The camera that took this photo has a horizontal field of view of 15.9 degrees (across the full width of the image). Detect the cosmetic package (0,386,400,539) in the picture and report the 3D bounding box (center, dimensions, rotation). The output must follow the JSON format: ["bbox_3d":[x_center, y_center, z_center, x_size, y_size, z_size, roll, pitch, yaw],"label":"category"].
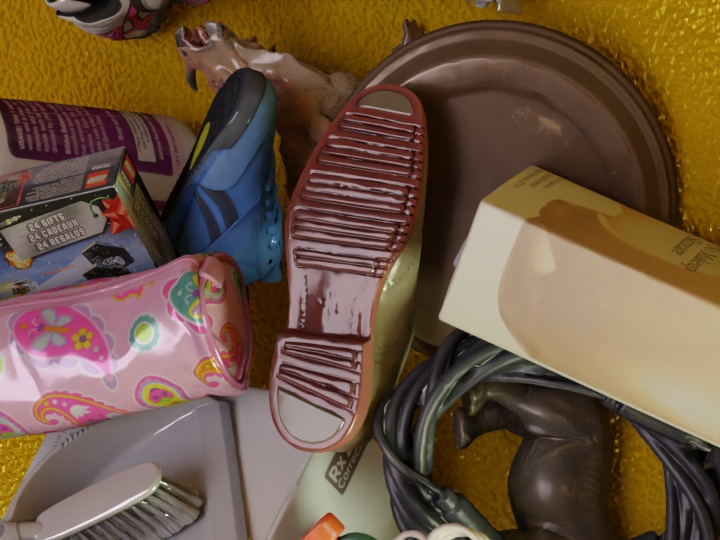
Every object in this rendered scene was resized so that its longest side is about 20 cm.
[{"bbox_3d":[-0.083,0.172,1.503,0.199,0.165,0.165,8,61,38],"label":"cosmetic package"}]

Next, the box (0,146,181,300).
[{"bbox_3d":[-0.202,0.011,1.494,0.199,0.040,0.137,-11,129,17],"label":"box"}]

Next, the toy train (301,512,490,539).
[{"bbox_3d":[0.013,0.224,1.375,0.149,0.056,0.201,5,97,8],"label":"toy train"}]

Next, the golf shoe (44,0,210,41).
[{"bbox_3d":[-0.155,-0.180,1.571,0.200,0.092,0.073,165,93,-68],"label":"golf shoe"}]

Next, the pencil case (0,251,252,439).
[{"bbox_3d":[-0.159,0.044,1.436,0.199,0.087,0.088,-10,89,17],"label":"pencil case"}]

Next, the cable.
[{"bbox_3d":[0.098,0.114,1.389,0.051,0.199,0.164,-116,42,-75],"label":"cable"}]

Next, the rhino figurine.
[{"bbox_3d":[0.104,0.152,1.444,0.060,0.087,0.201,-164,69,-78],"label":"rhino figurine"}]

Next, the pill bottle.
[{"bbox_3d":[-0.203,-0.048,1.575,0.112,0.199,0.113,-13,75,58],"label":"pill bottle"}]

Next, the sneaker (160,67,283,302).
[{"bbox_3d":[-0.068,-0.042,1.489,0.078,0.066,0.200,21,141,-6],"label":"sneaker"}]

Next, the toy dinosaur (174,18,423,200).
[{"bbox_3d":[-0.021,-0.064,1.517,0.135,0.086,0.201,-19,88,38],"label":"toy dinosaur"}]

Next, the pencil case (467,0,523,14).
[{"bbox_3d":[0.011,-0.195,1.477,0.199,0.078,0.090,6,85,38],"label":"pencil case"}]

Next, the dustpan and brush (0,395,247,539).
[{"bbox_3d":[-0.165,0.142,1.415,0.199,0.057,0.140,-25,45,14],"label":"dustpan and brush"}]

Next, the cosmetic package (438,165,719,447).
[{"bbox_3d":[0.153,0.023,1.335,0.199,0.105,0.071,24,110,12],"label":"cosmetic package"}]

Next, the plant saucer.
[{"bbox_3d":[0.074,-0.037,1.417,0.199,0.029,0.201,3,106,9],"label":"plant saucer"}]

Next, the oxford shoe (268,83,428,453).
[{"bbox_3d":[0.000,0.000,1.396,0.070,0.075,0.201,15,89,24],"label":"oxford shoe"}]
